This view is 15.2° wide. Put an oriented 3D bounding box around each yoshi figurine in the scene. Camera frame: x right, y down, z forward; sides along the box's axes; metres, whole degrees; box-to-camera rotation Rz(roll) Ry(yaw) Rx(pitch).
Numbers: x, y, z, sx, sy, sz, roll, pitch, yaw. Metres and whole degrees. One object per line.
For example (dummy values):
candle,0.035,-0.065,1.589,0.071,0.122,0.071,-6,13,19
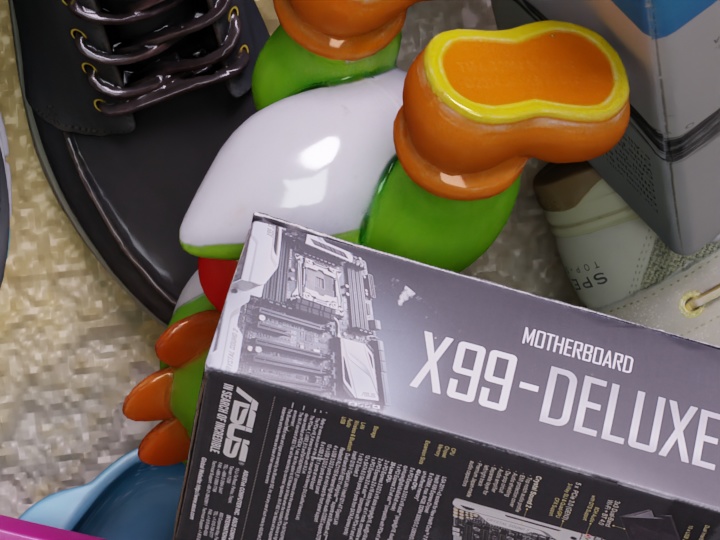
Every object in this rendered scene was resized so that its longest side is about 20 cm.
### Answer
yoshi figurine,0.009,-0.007,0.710,0.112,0.113,0.200,20,136,-5

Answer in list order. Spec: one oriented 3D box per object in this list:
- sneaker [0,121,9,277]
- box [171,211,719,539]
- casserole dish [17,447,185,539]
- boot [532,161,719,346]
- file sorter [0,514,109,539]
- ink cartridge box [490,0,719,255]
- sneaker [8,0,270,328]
sneaker,-0.142,-0.072,0.729,0.077,0.091,0.201,-14,98,-7
box,0.028,0.086,0.687,0.157,0.200,0.050,15,50,1
casserole dish,-0.026,0.133,0.805,0.200,0.039,0.121,36,90,-10
boot,0.167,0.009,0.808,0.199,0.072,0.155,-19,98,-2
file sorter,-0.145,0.172,0.718,0.138,0.125,0.201,13,103,1
ink cartridge box,0.105,-0.107,0.682,0.145,0.200,0.084,-41,70,-6
sneaker,-0.061,-0.065,0.743,0.075,0.106,0.201,-22,100,-7
